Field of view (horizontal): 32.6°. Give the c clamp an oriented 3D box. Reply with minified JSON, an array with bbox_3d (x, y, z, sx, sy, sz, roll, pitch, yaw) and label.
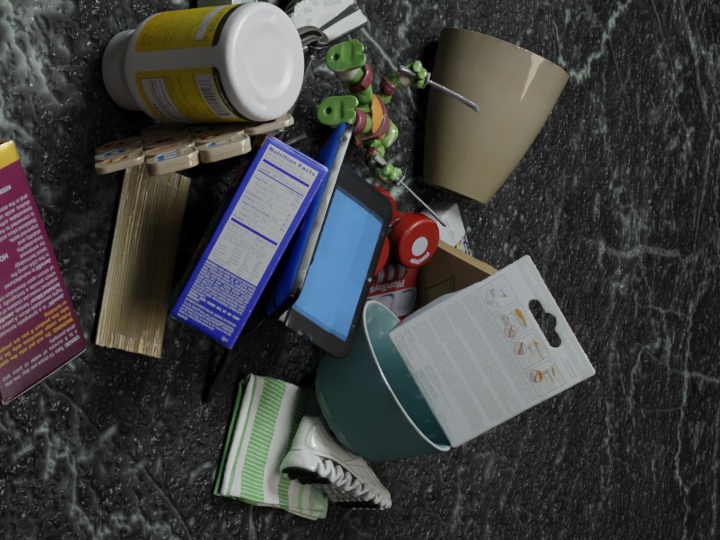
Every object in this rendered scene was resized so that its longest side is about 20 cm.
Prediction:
[{"bbox_3d":[-0.085,-0.195,1.370,0.171,0.027,0.201,-41,163,-47],"label":"c clamp"}]

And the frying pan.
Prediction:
[{"bbox_3d":[-0.136,0.045,1.389,0.031,0.191,0.115,29,24,-23],"label":"frying pan"}]

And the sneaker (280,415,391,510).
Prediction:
[{"bbox_3d":[-0.019,0.241,1.515,0.200,0.074,0.082,42,50,-47],"label":"sneaker"}]

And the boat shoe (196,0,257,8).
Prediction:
[{"bbox_3d":[-0.140,-0.220,1.344,0.071,0.069,0.204,2,93,-55],"label":"boat shoe"}]

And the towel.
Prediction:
[{"bbox_3d":[-0.091,0.213,1.485,0.199,0.023,0.155,25,72,-50],"label":"towel"}]

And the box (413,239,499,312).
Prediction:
[{"bbox_3d":[0.120,0.053,1.542,0.021,0.200,0.166,-13,113,-26],"label":"box"}]

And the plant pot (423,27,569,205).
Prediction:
[{"bbox_3d":[0.161,-0.200,1.673,0.186,0.186,0.202,19,92,-51],"label":"plant pot"}]

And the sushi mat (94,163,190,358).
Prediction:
[{"bbox_3d":[-0.227,-0.014,1.296,0.095,0.012,0.203,16,80,-51],"label":"sushi mat"}]

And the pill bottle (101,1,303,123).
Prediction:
[{"bbox_3d":[-0.161,-0.201,1.214,0.111,0.198,0.113,-7,99,-52],"label":"pill bottle"}]

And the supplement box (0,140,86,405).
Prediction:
[{"bbox_3d":[-0.339,-0.003,1.059,0.103,0.130,0.202,-37,121,-42],"label":"supplement box"}]

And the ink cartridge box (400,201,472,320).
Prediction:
[{"bbox_3d":[0.078,0.005,1.663,0.200,0.050,0.110,-46,128,-40],"label":"ink cartridge box"}]

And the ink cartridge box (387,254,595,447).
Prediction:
[{"bbox_3d":[0.153,0.092,1.447,0.163,0.199,0.050,59,18,-2],"label":"ink cartridge box"}]

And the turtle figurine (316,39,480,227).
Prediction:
[{"bbox_3d":[0.040,-0.184,1.453,0.145,0.200,0.194,-52,152,5],"label":"turtle figurine"}]

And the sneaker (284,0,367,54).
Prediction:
[{"bbox_3d":[-0.077,-0.311,1.434,0.200,0.075,0.117,-38,110,-48],"label":"sneaker"}]

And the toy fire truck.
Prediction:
[{"bbox_3d":[0.000,0.000,1.516,0.198,0.112,0.170,-13,123,-38],"label":"toy fire truck"}]

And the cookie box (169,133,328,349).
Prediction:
[{"bbox_3d":[-0.117,-0.037,1.261,0.075,0.171,0.202,29,92,-10],"label":"cookie box"}]

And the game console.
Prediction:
[{"bbox_3d":[-0.017,-0.028,1.316,0.117,0.171,0.202,20,72,-11],"label":"game console"}]

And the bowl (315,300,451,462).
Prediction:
[{"bbox_3d":[0.017,0.148,1.487,0.202,0.104,0.202,54,17,-25],"label":"bowl"}]

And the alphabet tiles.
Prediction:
[{"bbox_3d":[-0.164,-0.129,1.207,0.193,0.200,0.015,-15,109,-8],"label":"alphabet tiles"}]
